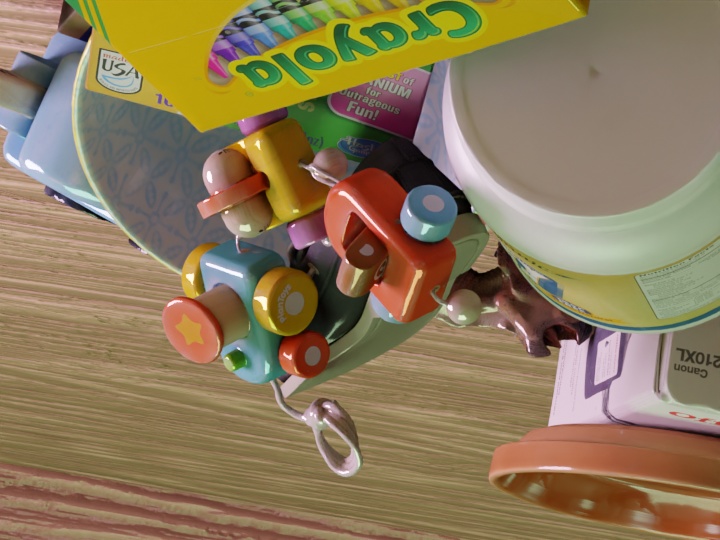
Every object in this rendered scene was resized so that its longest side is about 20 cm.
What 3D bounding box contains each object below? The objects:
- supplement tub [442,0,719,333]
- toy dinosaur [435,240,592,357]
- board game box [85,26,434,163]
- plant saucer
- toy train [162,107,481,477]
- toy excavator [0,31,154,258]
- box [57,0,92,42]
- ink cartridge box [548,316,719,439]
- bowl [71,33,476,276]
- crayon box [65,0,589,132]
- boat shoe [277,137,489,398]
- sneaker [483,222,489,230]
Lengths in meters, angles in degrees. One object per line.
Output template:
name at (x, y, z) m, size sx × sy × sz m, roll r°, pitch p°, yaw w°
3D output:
supplement tub at (0.115, -0.059, 1.289) m, size 0.144 × 0.145 × 0.200 m, roll 8°, pitch 169°, yaw 14°
toy dinosaur at (0.027, -0.033, 1.560) m, size 0.135 × 0.200 × 0.086 m, roll -28°, pitch -174°, yaw -8°
board game box at (-0.034, -0.133, 1.273) m, size 0.153 × 0.040 × 0.200 m, roll 14°, pitch 145°, yaw 0°
plant saucer at (0.166, 0.110, 1.535) m, size 0.200 × 0.032 × 0.200 m, roll 9°, pitch 168°, yaw 2°
toy train at (-0.028, 0.011, 1.311) m, size 0.056 × 0.150 × 0.200 m, roll -26°, pitch 156°, yaw -32°
toy excavator at (-0.169, -0.089, 1.579) m, size 0.194 × 0.100 × 0.200 m, roll 29°, pitch -175°, yaw 27°
box at (-0.048, -0.123, 1.547) m, size 0.199 × 0.033 × 0.121 m, roll 13°, pitch 168°, yaw -15°
ink cartridge box at (0.193, 0.052, 1.523) m, size 0.144 × 0.085 × 0.200 m, roll 11°, pitch 169°, yaw -10°
bowl at (-0.030, -0.091, 1.432) m, size 0.199 × 0.108 × 0.201 m, roll 5°, pitch 127°, yaw 7°
crayon box at (-0.034, -0.146, 1.167) m, size 0.200 × 0.058 × 0.173 m, roll -14°, pitch 136°, yaw 36°
boat shoe at (0.000, 0.000, 1.381) m, size 0.073 × 0.063 × 0.200 m, roll -25°, pitch 168°, yaw -27°
sneaker at (0.044, -0.039, 1.653) m, size 0.200 × 0.087 × 0.074 m, roll 2°, pitch 179°, yaw -28°
